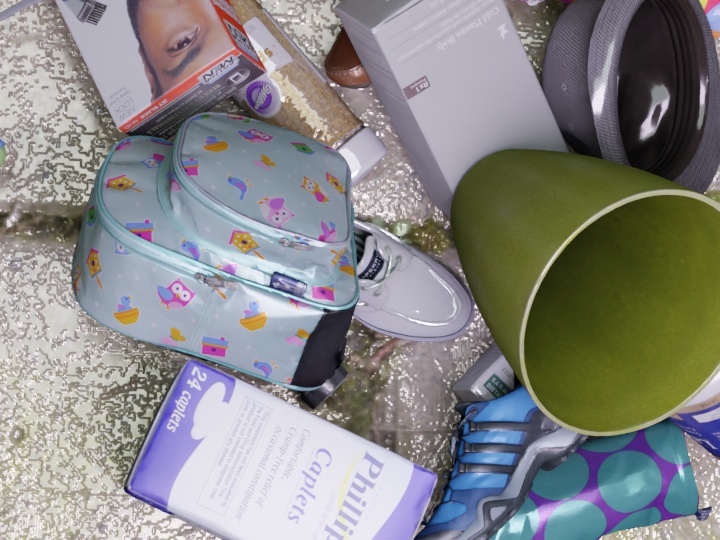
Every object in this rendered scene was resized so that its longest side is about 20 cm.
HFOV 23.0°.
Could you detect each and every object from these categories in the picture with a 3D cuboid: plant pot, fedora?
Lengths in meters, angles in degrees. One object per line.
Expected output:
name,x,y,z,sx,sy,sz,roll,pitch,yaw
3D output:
plant pot,0.151,-0.010,1.287,0.186,0.200,0.188,-11,119,-21
fedora,0.205,-0.141,1.387,0.177,0.090,0.201,-48,130,-33

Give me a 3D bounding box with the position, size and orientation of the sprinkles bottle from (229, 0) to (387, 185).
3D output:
sprinkles bottle,-0.066,-0.147,1.395,0.068,0.068,0.200,-41,91,-10

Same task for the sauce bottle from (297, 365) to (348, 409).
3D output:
sauce bottle,-0.092,0.024,1.375,0.200,0.065,0.065,45,80,0

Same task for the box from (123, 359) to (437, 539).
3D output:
box,-0.065,0.158,1.306,0.199,0.184,0.105,25,80,-5

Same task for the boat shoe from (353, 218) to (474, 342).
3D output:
boat shoe,0.000,0.000,1.390,0.199,0.067,0.074,23,82,-5

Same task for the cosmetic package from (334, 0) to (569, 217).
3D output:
cosmetic package,0.075,-0.140,1.362,0.107,0.090,0.200,-35,119,-7

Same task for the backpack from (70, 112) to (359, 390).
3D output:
backpack,-0.101,-0.021,1.256,0.199,0.176,0.154,10,123,-7

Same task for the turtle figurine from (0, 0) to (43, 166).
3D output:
turtle figurine,-0.343,-0.164,1.322,0.193,0.200,0.144,20,48,-2

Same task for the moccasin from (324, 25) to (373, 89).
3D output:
moccasin,0.033,-0.233,1.404,0.202,0.074,0.078,-53,135,-9

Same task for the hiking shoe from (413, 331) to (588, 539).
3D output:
hiking shoe,0.090,0.143,1.311,0.087,0.074,0.200,44,68,7

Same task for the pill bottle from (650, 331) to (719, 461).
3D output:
pill bottle,0.299,0.091,1.363,0.200,0.116,0.116,38,78,-38

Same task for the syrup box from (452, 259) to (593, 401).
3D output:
syrup box,0.173,0.050,1.403,0.079,0.081,0.200,45,81,-3

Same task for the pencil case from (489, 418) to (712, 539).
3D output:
pencil case,0.168,0.182,1.387,0.199,0.093,0.085,-17,54,-8

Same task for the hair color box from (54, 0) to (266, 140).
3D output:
hair color box,-0.167,-0.207,1.338,0.111,0.064,0.201,-33,69,11

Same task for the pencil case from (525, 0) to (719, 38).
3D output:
pencil case,0.212,-0.241,1.435,0.199,0.088,0.089,10,83,-8
